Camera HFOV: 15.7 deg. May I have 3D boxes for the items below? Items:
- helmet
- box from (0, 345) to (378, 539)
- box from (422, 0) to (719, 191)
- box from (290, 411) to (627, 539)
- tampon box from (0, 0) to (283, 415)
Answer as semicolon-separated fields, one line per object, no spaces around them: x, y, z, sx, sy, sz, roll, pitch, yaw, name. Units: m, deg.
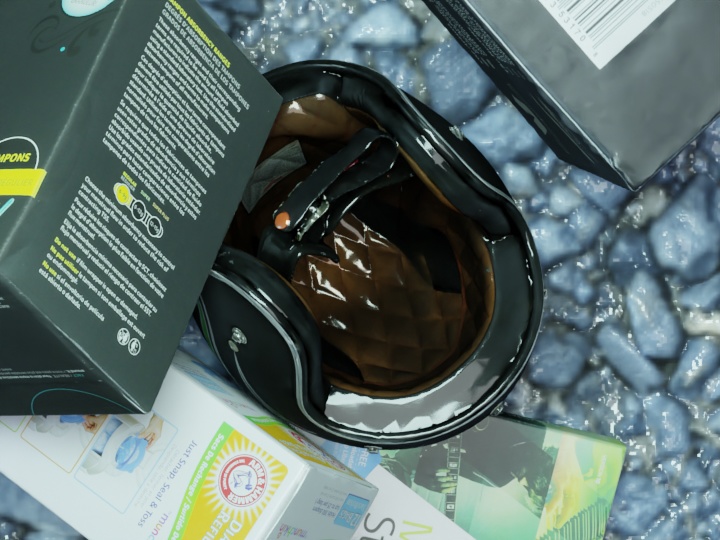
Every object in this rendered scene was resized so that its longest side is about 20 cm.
0.000;0.000;1.408;0.200;0.200;0.191;-38;132;-2;helmet
-0.108;0.101;1.404;0.200;0.112;0.101;34;92;24;box
0.105;-0.159;1.400;0.117;0.200;0.197;-42;100;0;box
0.042;0.146;1.511;0.200;0.036;0.144;13;95;-9;box
-0.160;-0.043;1.319;0.126;0.150;0.200;48;51;-38;tampon box
